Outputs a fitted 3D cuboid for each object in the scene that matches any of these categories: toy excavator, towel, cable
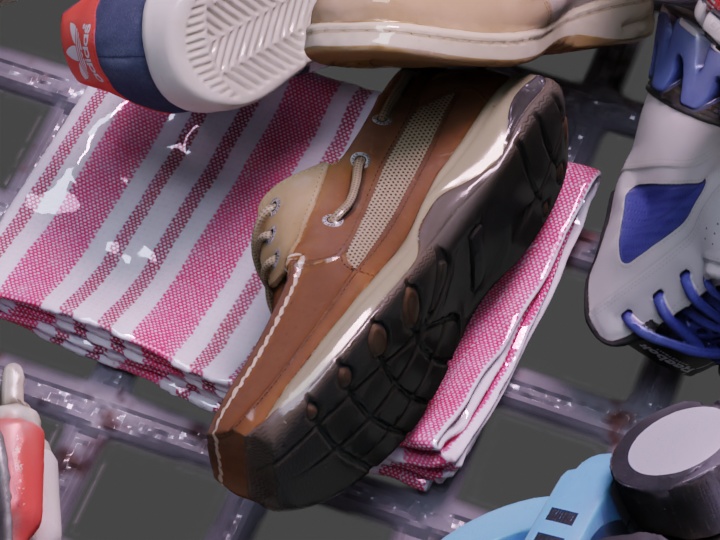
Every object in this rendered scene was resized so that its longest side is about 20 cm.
[{"bbox_3d":[0.031,0.141,0.948,0.199,0.100,0.195,-8,31,36],"label":"toy excavator"},{"bbox_3d":[-0.028,-0.015,1.084,0.199,0.030,0.147,21,59,14],"label":"towel"},{"bbox_3d":[-0.108,0.125,0.959,0.050,0.097,0.201,-7,60,-15],"label":"cable"}]

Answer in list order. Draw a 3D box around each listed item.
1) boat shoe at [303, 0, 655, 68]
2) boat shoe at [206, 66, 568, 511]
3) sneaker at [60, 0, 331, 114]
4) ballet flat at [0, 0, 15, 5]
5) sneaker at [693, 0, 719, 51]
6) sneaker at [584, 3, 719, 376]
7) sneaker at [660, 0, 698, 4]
[{"bbox_3d":[0.042,-0.110,1.060,0.073,0.070,0.200,3,10,29],"label":"boat shoe"},{"bbox_3d":[0.000,0.000,1.020,0.073,0.076,0.200,21,48,22],"label":"boat shoe"},{"bbox_3d":[-0.030,-0.106,1.101,0.084,0.076,0.199,1,14,41],"label":"sneaker"},{"bbox_3d":[-0.091,-0.147,1.153,0.199,0.070,0.070,-10,58,-3],"label":"ballet flat"},{"bbox_3d":[0.208,-0.082,0.972,0.199,0.085,0.077,11,23,-7],"label":"sneaker"},{"bbox_3d":[0.141,-0.005,1.017,0.080,0.116,0.199,15,17,-26],"label":"sneaker"},{"bbox_3d":[0.184,-0.156,1.026,0.199,0.075,0.115,-5,90,11],"label":"sneaker"}]
